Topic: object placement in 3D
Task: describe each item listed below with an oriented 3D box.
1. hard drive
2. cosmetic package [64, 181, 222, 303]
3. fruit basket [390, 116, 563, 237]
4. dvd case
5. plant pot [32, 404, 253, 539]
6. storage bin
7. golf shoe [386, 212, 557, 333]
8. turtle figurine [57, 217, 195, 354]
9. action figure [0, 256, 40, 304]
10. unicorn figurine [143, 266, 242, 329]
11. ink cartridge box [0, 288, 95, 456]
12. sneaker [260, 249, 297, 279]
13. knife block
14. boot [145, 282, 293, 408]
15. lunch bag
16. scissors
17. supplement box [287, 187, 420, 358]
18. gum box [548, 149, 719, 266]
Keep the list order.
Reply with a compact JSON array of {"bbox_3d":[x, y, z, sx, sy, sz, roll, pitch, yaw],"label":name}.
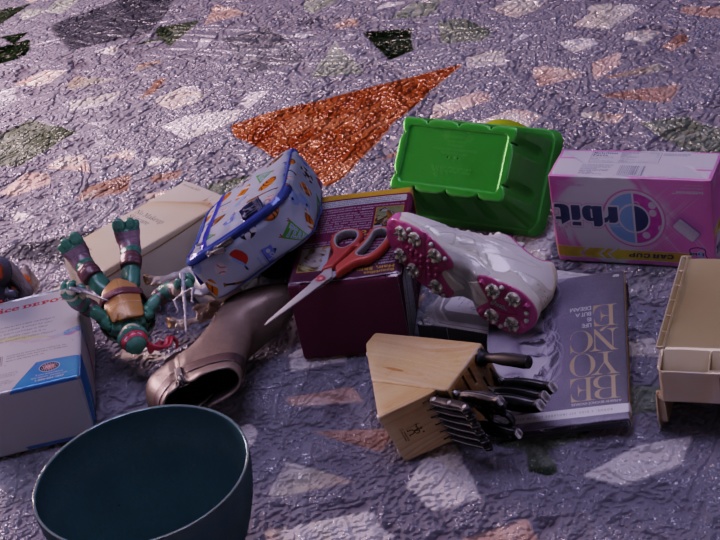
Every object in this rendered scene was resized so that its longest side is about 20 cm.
[{"bbox_3d":[0.180,0.046,1.727,0.198,0.038,0.140,9,37,30],"label":"hard drive"},{"bbox_3d":[-0.261,-0.028,1.973,0.199,0.074,0.103,-34,37,-32],"label":"cosmetic package"},{"bbox_3d":[0.159,-0.125,1.958,0.213,0.157,0.216,13,-6,1],"label":"fruit basket"},{"bbox_3d":[0.202,0.085,1.616,0.147,0.016,0.201,-8,45,15],"label":"dvd case"},{"bbox_3d":[-0.185,0.237,1.439,0.198,0.136,0.201,-9,31,5],"label":"plant pot"},{"bbox_3d":[0.403,0.075,1.545,0.198,0.094,0.199,2,33,21],"label":"storage bin"},{"bbox_3d":[0.120,-0.010,1.674,0.199,0.076,0.091,33,51,20],"label":"golf shoe"},{"bbox_3d":[-0.272,0.028,1.782,0.148,0.101,0.201,-5,41,-24],"label":"turtle figurine"},{"bbox_3d":[-0.476,0.017,1.895,0.198,0.106,0.193,-5,-5,-11],"label":"action figure"},{"bbox_3d":[-0.190,0.012,1.892,0.136,0.074,0.200,-13,43,-25],"label":"unicorn figurine"},{"bbox_3d":[-0.374,0.113,1.763,0.143,0.085,0.200,-13,31,-2],"label":"ink cartridge box"},{"bbox_3d":[-0.047,-0.059,1.951,0.198,0.076,0.088,-16,24,-7],"label":"sneaker"},{"bbox_3d":[0.101,0.108,1.580,0.174,0.064,0.201,-25,29,8],"label":"knife block"},{"bbox_3d":[-0.145,0.093,1.706,0.199,0.070,0.146,-35,17,0],"label":"boot"},{"bbox_3d":[-0.124,-0.054,1.803,0.160,0.076,0.200,-32,16,17],"label":"lunch bag"},{"bbox_3d":[-0.030,0.005,1.688,0.073,0.014,0.200,7,34,26],"label":"scissors"},{"bbox_3d":[0.000,0.000,1.801,0.130,0.104,0.201,-5,30,11],"label":"supplement box"},{"bbox_3d":[0.313,-0.072,1.800,0.198,0.114,0.066,4,33,24],"label":"gum box"}]
